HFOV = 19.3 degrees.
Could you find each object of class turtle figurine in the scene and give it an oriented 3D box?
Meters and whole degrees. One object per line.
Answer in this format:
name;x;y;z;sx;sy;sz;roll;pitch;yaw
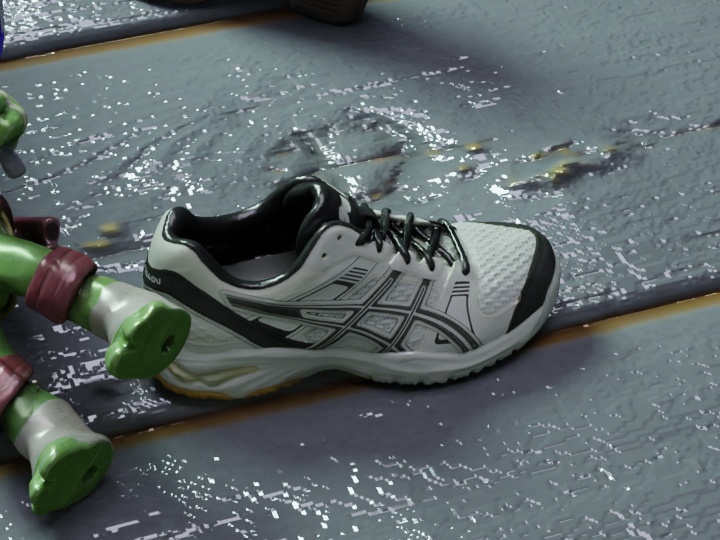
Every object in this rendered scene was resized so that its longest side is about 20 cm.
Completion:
turtle figurine;-0.180;0.000;0.866;0.193;0.201;0.144;35;65;20

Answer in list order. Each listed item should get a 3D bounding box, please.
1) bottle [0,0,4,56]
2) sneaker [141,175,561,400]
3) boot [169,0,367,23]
bottle;-0.204;-0.113;0.961;0.083;0.201;0.065;-22;46;-28
sneaker;0.000;0.000;0.933;0.198;0.088;0.076;-10;41;-17
boot;-0.066;-0.214;1.128;0.198;0.147;0.071;13;43;12
